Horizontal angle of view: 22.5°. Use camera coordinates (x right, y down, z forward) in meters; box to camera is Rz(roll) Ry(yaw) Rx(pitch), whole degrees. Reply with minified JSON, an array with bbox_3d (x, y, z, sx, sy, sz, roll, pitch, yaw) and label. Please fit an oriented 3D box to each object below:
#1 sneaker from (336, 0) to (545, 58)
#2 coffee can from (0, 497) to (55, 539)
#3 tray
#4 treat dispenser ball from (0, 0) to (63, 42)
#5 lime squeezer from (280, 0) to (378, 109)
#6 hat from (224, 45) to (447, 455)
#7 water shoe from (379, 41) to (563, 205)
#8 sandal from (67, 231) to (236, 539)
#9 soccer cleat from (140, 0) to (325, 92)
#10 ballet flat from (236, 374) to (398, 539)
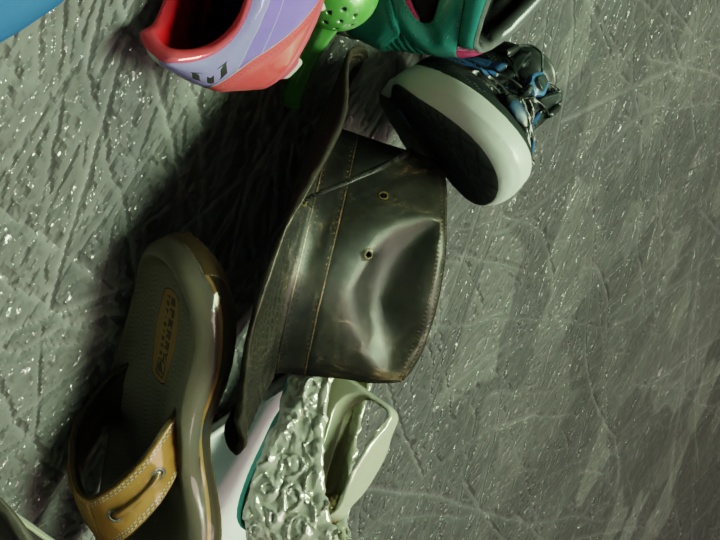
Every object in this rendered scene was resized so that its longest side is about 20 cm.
[{"bbox_3d":[0.057,-0.182,0.812,0.084,0.120,0.201,-27,137,-56],"label":"sneaker"},{"bbox_3d":[-0.149,0.166,0.684,0.147,0.146,0.200,-59,157,-14],"label":"coffee can"},{"bbox_3d":[-0.068,0.109,0.969,0.200,0.022,0.108,-32,141,-52],"label":"tray"},{"bbox_3d":[-0.122,-0.134,0.359,0.201,0.200,0.201,-48,152,-35],"label":"treat dispenser ball"},{"bbox_3d":[-0.004,-0.150,0.789,0.071,0.038,0.201,-78,180,-63],"label":"lime squeezer"},{"bbox_3d":[0.000,0.000,0.848,0.201,0.081,0.201,-162,-90,-89],"label":"hat"},{"bbox_3d":[0.060,-0.086,0.886,0.079,0.072,0.200,-33,-166,-2],"label":"water shoe"},{"bbox_3d":[-0.099,0.080,0.805,0.054,0.082,0.201,-10,122,-39],"label":"sandal"},{"bbox_3d":[-0.028,-0.165,0.721,0.076,0.067,0.201,-4,120,-60],"label":"soccer cleat"},{"bbox_3d":[-0.005,0.057,0.949,0.072,0.072,0.201,40,65,-67],"label":"ballet flat"}]
